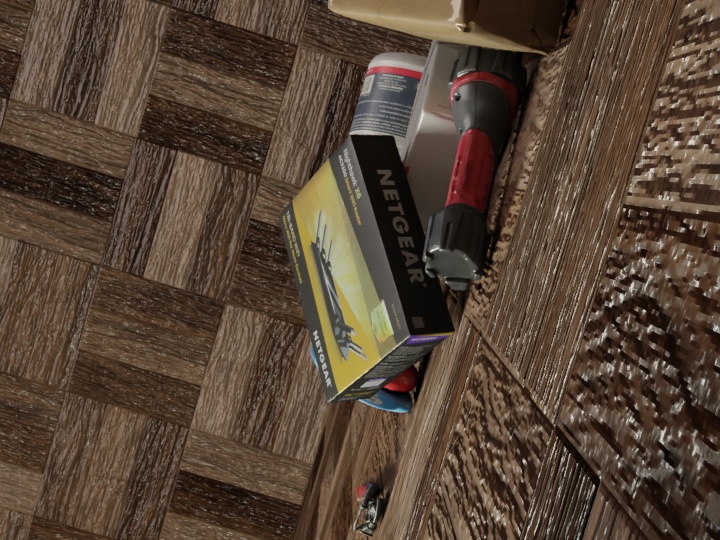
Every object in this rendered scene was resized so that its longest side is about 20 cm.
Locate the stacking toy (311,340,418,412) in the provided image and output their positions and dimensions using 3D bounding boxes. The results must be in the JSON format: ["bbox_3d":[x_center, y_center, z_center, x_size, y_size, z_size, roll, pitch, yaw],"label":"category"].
[{"bbox_3d":[0.043,0.031,1.298,0.201,0.115,0.110,-59,10,10],"label":"stacking toy"}]

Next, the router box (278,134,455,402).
[{"bbox_3d":[0.000,0.000,1.198,0.157,0.052,0.202,-44,56,49],"label":"router box"}]

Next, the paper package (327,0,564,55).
[{"bbox_3d":[0.079,-0.282,1.040,0.199,0.103,0.193,22,102,55],"label":"paper package"}]

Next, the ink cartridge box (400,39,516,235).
[{"bbox_3d":[0.092,-0.146,1.253,0.201,0.082,0.147,-77,3,-47],"label":"ink cartridge box"}]

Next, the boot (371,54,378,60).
[{"bbox_3d":[0.058,-0.190,1.781,0.078,0.137,0.202,111,174,-70],"label":"boot"}]

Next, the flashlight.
[{"bbox_3d":[0.092,-0.091,1.073,0.068,0.067,0.202,-38,32,55],"label":"flashlight"}]

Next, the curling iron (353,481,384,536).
[{"bbox_3d":[0.005,0.243,1.369,0.200,0.025,0.050,127,162,-86],"label":"curling iron"}]

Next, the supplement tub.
[{"bbox_3d":[0.053,-0.159,1.624,0.140,0.139,0.202,125,161,-84],"label":"supplement tub"}]
